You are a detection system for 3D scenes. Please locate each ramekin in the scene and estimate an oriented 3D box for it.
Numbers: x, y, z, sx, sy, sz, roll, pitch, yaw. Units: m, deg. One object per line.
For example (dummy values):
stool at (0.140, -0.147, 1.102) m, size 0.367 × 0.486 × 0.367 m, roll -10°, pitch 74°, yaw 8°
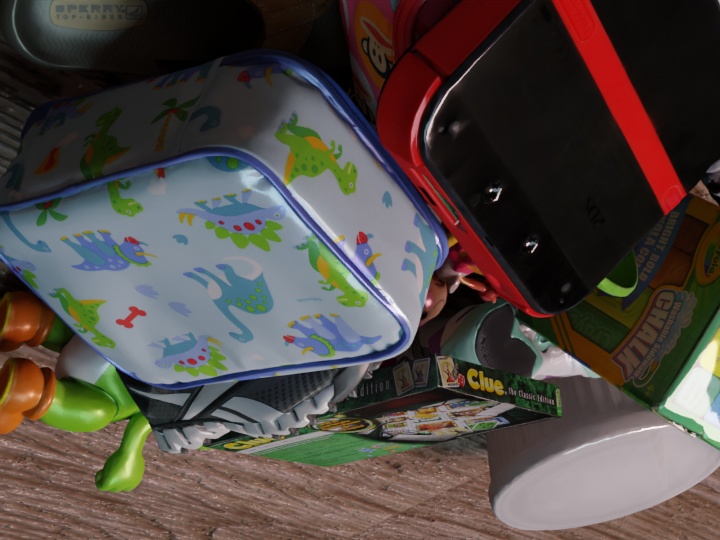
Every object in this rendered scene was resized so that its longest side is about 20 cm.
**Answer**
ramekin at (0.194, 0.131, 1.246) m, size 0.201 × 0.095 × 0.203 m, roll -11°, pitch 151°, yaw -6°

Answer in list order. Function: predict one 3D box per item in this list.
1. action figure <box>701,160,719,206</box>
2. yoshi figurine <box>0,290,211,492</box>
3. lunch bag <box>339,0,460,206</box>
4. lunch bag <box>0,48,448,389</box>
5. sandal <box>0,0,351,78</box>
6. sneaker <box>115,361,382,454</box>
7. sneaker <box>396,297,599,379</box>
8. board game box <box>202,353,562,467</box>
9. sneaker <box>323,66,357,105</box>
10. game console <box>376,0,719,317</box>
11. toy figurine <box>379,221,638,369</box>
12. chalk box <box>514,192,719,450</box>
action figure at (0.231, -0.089, 0.873) m, size 0.118 × 0.102 × 0.200 m, roll -18°, pitch 167°, yaw 9°
yoshi figurine at (-0.141, 0.077, 0.970) m, size 0.199 × 0.112 × 0.113 m, roll 12°, pitch 103°, yaw -25°
lunch bag at (0.088, -0.135, 0.694) m, size 0.200 × 0.082 × 0.177 m, roll -29°, pitch 141°, yaw -15°
lunch bag at (-0.069, -0.016, 0.719) m, size 0.199 × 0.083 × 0.161 m, roll -11°, pitch 134°, yaw 39°
sandal at (-0.065, -0.121, 0.695) m, size 0.199 × 0.055 × 0.082 m, roll -2°, pitch 117°, yaw -12°
sneaker at (-0.072, 0.046, 0.835) m, size 0.200 × 0.067 × 0.091 m, roll -19°, pitch 117°, yaw 45°
sneaker at (0.096, 0.052, 1.099) m, size 0.200 × 0.078 × 0.140 m, roll -3°, pitch 171°, yaw -45°
board game box at (0.008, 0.086, 0.892) m, size 0.105 × 0.024 × 0.200 m, roll 14°, pitch 157°, yaw -42°
sneaker at (-0.047, -0.059, 0.826) m, size 0.086 × 0.081 × 0.200 m, roll 1°, pitch 154°, yaw -36°
game console at (0.105, -0.078, 0.680) m, size 0.177 × 0.031 × 0.200 m, roll -46°, pitch 143°, yaw -3°
toy figurine at (0.049, -0.010, 0.878) m, size 0.184 × 0.151 × 0.200 m, roll -33°, pitch 171°, yaw 22°
chalk box at (0.214, 0.034, 0.921) m, size 0.124 × 0.200 × 0.125 m, roll 29°, pitch 93°, yaw -32°
